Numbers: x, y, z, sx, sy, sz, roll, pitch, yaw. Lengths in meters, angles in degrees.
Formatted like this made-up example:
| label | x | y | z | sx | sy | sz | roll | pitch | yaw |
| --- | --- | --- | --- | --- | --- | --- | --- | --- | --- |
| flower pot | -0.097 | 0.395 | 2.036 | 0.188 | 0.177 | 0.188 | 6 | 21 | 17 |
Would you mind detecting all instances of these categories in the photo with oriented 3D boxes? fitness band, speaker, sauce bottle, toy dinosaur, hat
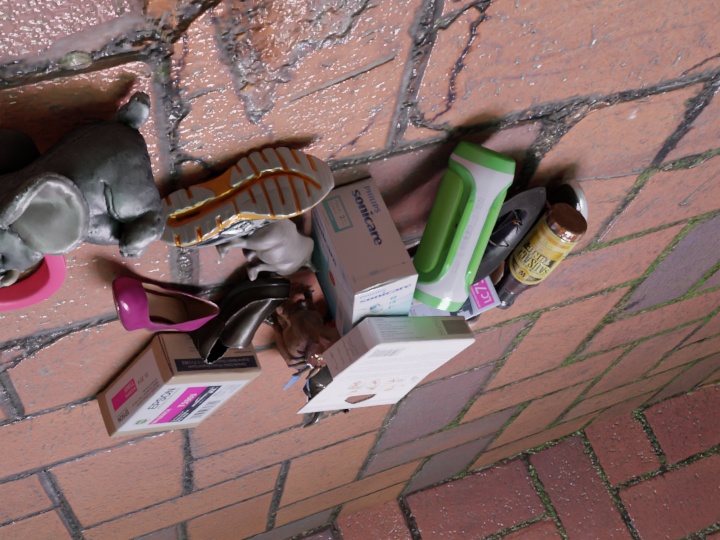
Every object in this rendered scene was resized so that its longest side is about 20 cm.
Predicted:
| label | x | y | z | sx | sy | sz | roll | pitch | yaw |
| --- | --- | --- | --- | --- | --- | --- | --- | --- | --- |
| fitness band | -0.380 | -0.009 | 0.937 | 0.143 | 0.037 | 0.200 | -19 | 158 | -18 |
| speaker | 0.123 | -0.054 | 1.133 | 0.088 | 0.088 | 0.200 | 4 | 111 | -47 |
| sauce bottle | 0.254 | -0.014 | 1.340 | 0.066 | 0.066 | 0.200 | -7 | 145 | -33 |
| toy dinosaur | -0.084 | 0.106 | 1.322 | 0.086 | 0.136 | 0.200 | -17 | 162 | -19 |
| toy dinosaur | -0.028 | 0.145 | 1.362 | 0.200 | 0.102 | 0.077 | -46 | -171 | 6 |
| hat | 0.162 | -0.064 | 1.264 | 0.200 | 0.081 | 0.201 | -36 | 159 | -16 |

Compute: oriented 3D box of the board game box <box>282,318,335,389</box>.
| label | x | y | z | sx | sy | sz | roll | pitch | yaw |
| --- | --- | --- | --- | --- | --- | --- | --- | --- | --- |
| board game box | -0.061 | 0.108 | 1.453 | 0.200 | 0.039 | 0.158 | -43 | 175 | -3 |

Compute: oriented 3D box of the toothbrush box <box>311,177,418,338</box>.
| label | x | y | z | sx | sy | sz | roll | pitch | yaw |
| --- | --- | --- | --- | --- | --- | --- | --- | --- | --- |
| toothbrush box | 0.000 | 0.000 | 1.167 | 0.085 | 0.147 | 0.200 | -18 | 157 | -12 |

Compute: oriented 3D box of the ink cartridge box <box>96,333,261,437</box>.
| label | x | y | z | sx | sy | sz | roll | pitch | yaw |
| --- | --- | --- | --- | --- | --- | --- | --- | --- | --- |
| ink cartridge box | -0.273 | 0.171 | 1.372 | 0.165 | 0.075 | 0.200 | 0 | 148 | -46 |

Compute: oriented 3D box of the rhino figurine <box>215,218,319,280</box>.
| label | x | y | z | sx | sy | sz | roll | pitch | yaw |
| --- | --- | --- | --- | --- | --- | --- | --- | --- | --- |
| rhino figurine | -0.103 | -0.026 | 1.125 | 0.087 | 0.060 | 0.200 | -24 | 159 | 9 |

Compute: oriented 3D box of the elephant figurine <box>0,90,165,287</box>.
| label | x | y | z | sx | sy | sz | roll | pitch | yaw |
| --- | --- | --- | --- | --- | --- | --- | --- | --- | --- |
| elephant figurine | -0.281 | -0.054 | 0.792 | 0.200 | 0.156 | 0.141 | -15 | 179 | -41 |

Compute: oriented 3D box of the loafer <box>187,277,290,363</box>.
| label | x | y | z | sx | sy | sz | roll | pitch | yaw |
| --- | --- | --- | --- | --- | --- | --- | --- | --- | --- |
| loafer | -0.158 | 0.070 | 1.245 | 0.073 | 0.071 | 0.200 | 0 | 154 | -44 |

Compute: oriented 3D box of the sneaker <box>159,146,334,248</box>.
| label | x | y | z | sx | sy | sz | roll | pitch | yaw |
| --- | --- | --- | --- | --- | --- | --- | --- | --- | --- |
| sneaker | -0.126 | -0.075 | 0.994 | 0.200 | 0.078 | 0.077 | -17 | 170 | -6 |

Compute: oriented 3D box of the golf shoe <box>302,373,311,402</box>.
| label | x | y | z | sx | sy | sz | roll | pitch | yaw |
| --- | --- | --- | --- | --- | --- | --- | --- | --- | --- |
| golf shoe | -0.056 | 0.181 | 1.485 | 0.092 | 0.073 | 0.200 | -39 | 166 | -8 |

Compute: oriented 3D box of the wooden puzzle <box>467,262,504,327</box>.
| label | x | y | z | sx | sy | sz | roll | pitch | yaw |
| --- | --- | --- | --- | --- | --- | --- | --- | --- | --- |
| wooden puzzle | 0.150 | 0.068 | 1.511 | 0.185 | 0.046 | 0.200 | -42 | -177 | 43 |

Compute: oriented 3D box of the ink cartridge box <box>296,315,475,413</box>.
| label | x | y | z | sx | sy | sz | roll | pitch | yaw |
| --- | --- | --- | --- | --- | --- | --- | --- | --- | --- |
| ink cartridge box | 0.029 | 0.123 | 1.215 | 0.200 | 0.045 | 0.176 | 3 | 144 | -47 |

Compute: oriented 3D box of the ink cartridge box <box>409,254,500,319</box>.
| label | x | y | z | sx | sy | sz | roll | pitch | yaw |
| --- | --- | --- | --- | --- | --- | --- | --- | --- | --- |
| ink cartridge box | 0.095 | 0.035 | 1.365 | 0.200 | 0.120 | 0.042 | -24 | -177 | 4 |

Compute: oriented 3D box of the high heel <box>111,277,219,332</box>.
| label | x | y | z | sx | sy | sz | roll | pitch | yaw |
| --- | --- | --- | --- | --- | --- | --- | --- | --- | --- |
| high heel | -0.239 | 0.037 | 1.122 | 0.096 | 0.068 | 0.200 | -13 | 172 | 0 |

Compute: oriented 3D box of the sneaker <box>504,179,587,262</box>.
| label | x | y | z | sx | sy | sz | roll | pitch | yaw |
| --- | --- | --- | --- | --- | --- | --- | --- | --- | --- |
| sneaker | 0.268 | -0.063 | 1.375 | 0.099 | 0.071 | 0.200 | -21 | 161 | -19 |
